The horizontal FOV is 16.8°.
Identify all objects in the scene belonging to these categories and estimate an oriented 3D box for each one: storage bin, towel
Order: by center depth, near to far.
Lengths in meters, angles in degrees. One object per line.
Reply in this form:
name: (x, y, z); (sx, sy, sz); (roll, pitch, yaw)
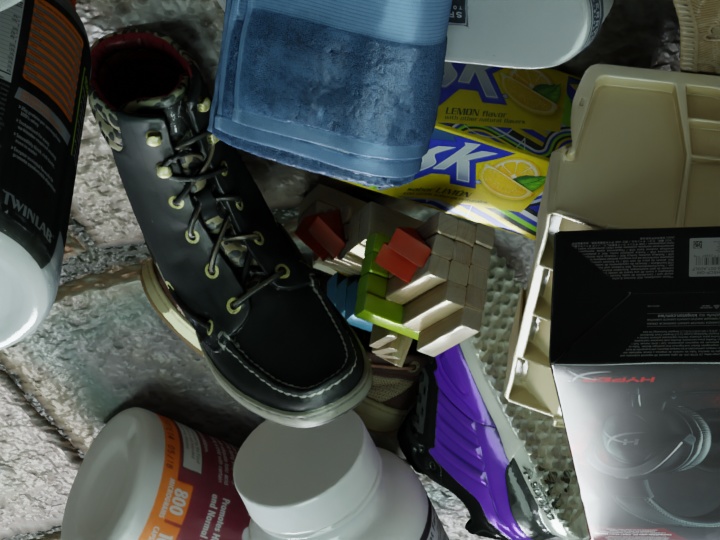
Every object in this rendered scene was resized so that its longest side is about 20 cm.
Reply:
towel: (-0.008, -0.142, 1.131); (0.111, 0.049, 0.201); (17, 115, 16)
storage bin: (0.181, 0.000, 1.217); (0.197, 0.094, 0.200); (7, 149, 0)

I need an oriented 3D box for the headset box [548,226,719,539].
headset box: (0.174, 0.062, 1.156); (0.148, 0.078, 0.200); (-1, 146, 11)

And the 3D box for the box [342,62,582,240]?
box: (0.049, -0.076, 1.275); (0.199, 0.070, 0.064); (16, 140, -16)

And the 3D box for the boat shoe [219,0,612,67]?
boat shoe: (0.026, -0.142, 1.192); (0.199, 0.066, 0.072); (4, 110, 22)

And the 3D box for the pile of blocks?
pile of blocks: (0.000, 0.000, 1.307); (0.062, 0.083, 0.200); (21, 177, -23)

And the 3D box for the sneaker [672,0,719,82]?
sneaker: (0.178, -0.164, 1.109); (0.070, 0.109, 0.200); (5, 163, 5)

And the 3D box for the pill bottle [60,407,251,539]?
pill bottle: (-0.079, 0.173, 1.552); (0.199, 0.115, 0.114); (24, 136, -25)

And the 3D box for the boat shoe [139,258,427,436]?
boat shoe: (-0.035, 0.028, 1.418); (0.199, 0.072, 0.072); (29, 113, -28)

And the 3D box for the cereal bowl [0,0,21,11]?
cereal bowl: (-0.213, -0.211, 1.107); (0.198, 0.084, 0.201); (2, 136, 2)

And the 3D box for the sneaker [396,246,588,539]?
sneaker: (0.058, 0.075, 1.415); (0.099, 0.070, 0.201); (-12, 108, 34)

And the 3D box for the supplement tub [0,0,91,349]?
supplement tub: (-0.197, -0.069, 1.195); (0.122, 0.201, 0.123); (2, 140, 2)

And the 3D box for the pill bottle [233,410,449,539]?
pill bottle: (-0.001, 0.175, 1.443); (0.111, 0.112, 0.201); (-12, 129, 17)

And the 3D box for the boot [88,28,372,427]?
boot: (-0.075, -0.023, 1.265); (0.073, 0.204, 0.154); (-31, 135, -11)
